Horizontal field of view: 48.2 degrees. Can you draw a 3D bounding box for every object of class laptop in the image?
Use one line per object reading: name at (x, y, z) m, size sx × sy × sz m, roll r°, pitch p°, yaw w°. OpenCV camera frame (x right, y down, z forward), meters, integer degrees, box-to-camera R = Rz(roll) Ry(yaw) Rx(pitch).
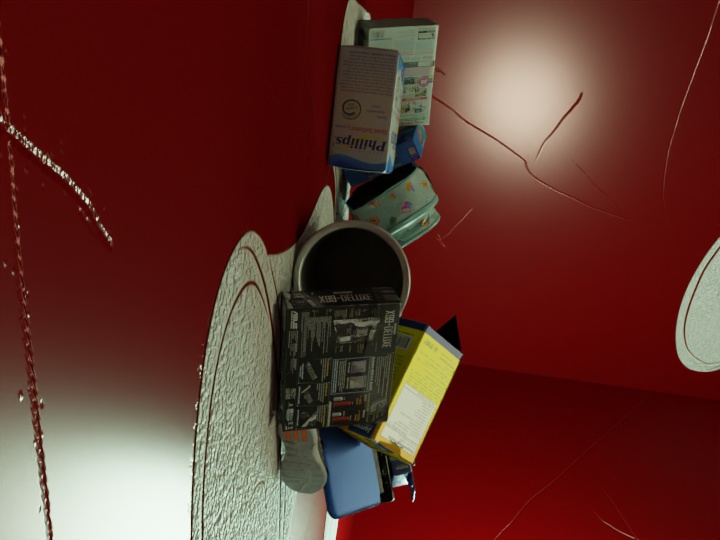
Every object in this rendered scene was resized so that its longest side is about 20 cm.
laptop at (0.131, 0.209, 1.439) m, size 0.187 × 0.115 × 0.201 m, roll -74°, pitch 155°, yaw -75°

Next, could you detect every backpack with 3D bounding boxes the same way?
backpack at (0.069, -0.128, 1.604) m, size 0.154 × 0.175 × 0.200 m, roll 59°, pitch 1°, yaw -5°

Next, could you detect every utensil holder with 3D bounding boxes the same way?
utensil holder at (-0.005, 0.006, 1.241) m, size 0.200 × 0.169 × 0.171 m, roll -45°, pitch 142°, yaw -84°

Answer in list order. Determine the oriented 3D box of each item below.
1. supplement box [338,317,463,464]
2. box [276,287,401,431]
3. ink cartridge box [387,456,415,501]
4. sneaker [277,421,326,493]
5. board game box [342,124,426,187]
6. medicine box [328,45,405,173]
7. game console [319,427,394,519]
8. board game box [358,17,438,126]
supplement box at (0.058, 0.187, 1.290) m, size 0.109 × 0.109 × 0.201 m, roll 40°, pitch 70°, yaw -38°
box at (-0.033, 0.123, 1.117) m, size 0.050 × 0.157 × 0.201 m, roll -120°, pitch -149°, yaw -60°
ink cartridge box at (0.058, 0.306, 1.434) m, size 0.119 × 0.042 × 0.201 m, roll 89°, pitch -12°, yaw -66°
sneaker at (-0.080, 0.256, 1.261) m, size 0.112 × 0.077 × 0.201 m, roll -75°, pitch 171°, yaw -50°
board game box at (0.053, -0.241, 1.626) m, size 0.045 × 0.152 × 0.200 m, roll 64°, pitch 16°, yaw -16°
medicine box at (0.014, -0.274, 1.403) m, size 0.182 × 0.102 × 0.201 m, roll -49°, pitch 145°, yaw -81°
game console at (-0.017, 0.301, 1.383) m, size 0.171 × 0.118 × 0.201 m, roll 134°, pitch -53°, yaw -84°
board game box at (0.067, -0.383, 1.569) m, size 0.064 × 0.147 × 0.201 m, roll -125°, pitch -147°, yaw -53°
